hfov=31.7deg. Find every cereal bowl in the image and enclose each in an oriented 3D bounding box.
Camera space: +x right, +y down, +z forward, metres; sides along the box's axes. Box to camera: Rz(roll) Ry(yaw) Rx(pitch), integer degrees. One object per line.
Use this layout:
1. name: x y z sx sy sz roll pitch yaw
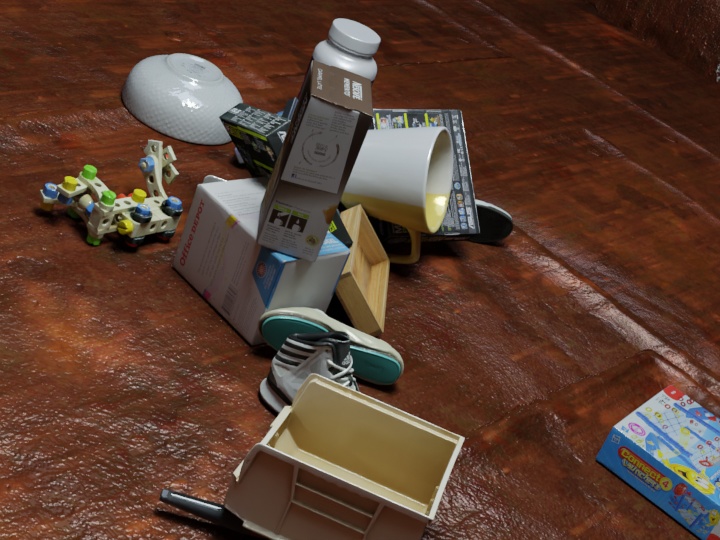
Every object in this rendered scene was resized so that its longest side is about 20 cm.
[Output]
1. cereal bowl: -0.275 -0.286 2.016 0.197 0.084 0.201 17 29 -10

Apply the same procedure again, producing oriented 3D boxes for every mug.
1. mug: 0.038 -0.120 1.814 0.151 0.189 0.149 8 -14 17

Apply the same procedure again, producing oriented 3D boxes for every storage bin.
1. storage bin: -0.013 0.209 1.299 0.196 0.095 0.200 23 19 7

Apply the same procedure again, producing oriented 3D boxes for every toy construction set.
1. toy construction set: -0.308 -0.096 1.664 0.130 0.093 0.199 35 41 22

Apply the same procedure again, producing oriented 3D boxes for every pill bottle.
1. pill bottle: -0.039 -0.307 2.105 0.111 0.202 0.113 18 28 -10

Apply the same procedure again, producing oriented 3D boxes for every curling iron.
1. curling iron: -0.107 0.252 1.274 0.197 0.026 0.050 15 22 -16

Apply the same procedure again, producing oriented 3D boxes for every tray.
1. tray: 0.000 0.000 1.724 0.099 0.037 0.201 61 16 -23

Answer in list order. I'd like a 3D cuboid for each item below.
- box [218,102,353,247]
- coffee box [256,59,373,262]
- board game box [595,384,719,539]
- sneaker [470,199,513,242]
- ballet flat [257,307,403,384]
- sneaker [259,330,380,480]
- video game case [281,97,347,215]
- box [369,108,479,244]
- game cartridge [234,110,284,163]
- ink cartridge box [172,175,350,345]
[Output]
1. box: -0.102 -0.125 1.716 0.047 0.195 0.200 -32 23 -14
2. coffee box: -0.055 -0.130 1.509 0.079 0.202 0.115 17 29 -11
3. board game box: 0.436 0.253 1.655 0.195 0.056 0.199 36 30 23
4. sneaker: 0.148 -0.116 2.053 0.197 0.084 0.122 14 39 -16
5. ballet flat: -0.038 0.086 1.573 0.198 0.070 0.070 25 26 -18
6. sneaker: -0.021 0.143 1.429 0.199 0.116 0.075 35 30 20
7. video game case: -0.062 -0.137 1.813 0.143 0.019 0.202 -83 149 -68
8. box: 0.091 -0.145 1.940 0.158 0.044 0.203 -4 78 -24
9. game cartridge: -0.094 -0.227 1.974 0.197 0.039 0.130 -16 26 11
10. ink cartridge box: -0.136 -0.024 1.617 0.124 0.130 0.200 -11 44 -47
